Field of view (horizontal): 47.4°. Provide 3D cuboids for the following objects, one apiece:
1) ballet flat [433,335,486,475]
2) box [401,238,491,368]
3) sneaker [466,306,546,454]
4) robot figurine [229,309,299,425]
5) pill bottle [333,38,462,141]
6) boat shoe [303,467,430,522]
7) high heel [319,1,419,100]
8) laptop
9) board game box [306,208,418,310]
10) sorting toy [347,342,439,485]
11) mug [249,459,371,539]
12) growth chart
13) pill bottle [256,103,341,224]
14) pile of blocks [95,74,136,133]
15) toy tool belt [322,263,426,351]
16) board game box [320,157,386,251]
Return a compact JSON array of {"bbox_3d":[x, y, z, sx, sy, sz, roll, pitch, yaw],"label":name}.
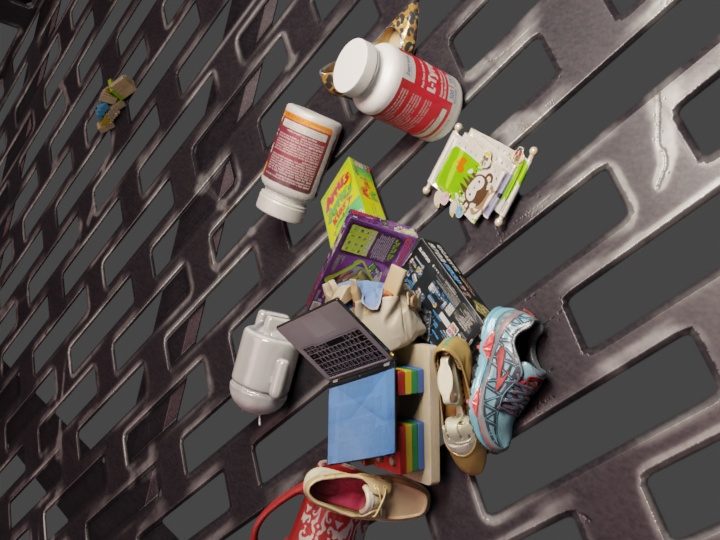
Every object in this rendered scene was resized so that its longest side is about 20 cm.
[{"bbox_3d":[0.134,0.197,1.166,0.068,0.063,0.205,-10,90,32],"label":"ballet flat"},{"bbox_3d":[0.111,0.075,1.270,0.160,0.045,0.201,-56,46,25],"label":"box"},{"bbox_3d":[0.205,0.151,1.123,0.094,0.078,0.205,0,82,46],"label":"sneaker"},{"bbox_3d":[-0.177,0.179,1.523,0.169,0.111,0.204,27,102,63],"label":"robot figurine"},{"bbox_3d":[0.058,-0.286,1.291,0.111,0.197,0.115,-22,61,46],"label":"pill bottle"},{"bbox_3d":[0.009,0.341,1.225,0.069,0.195,0.075,88,-172,-87],"label":"boat shoe"},{"bbox_3d":[0.018,-0.384,1.408,0.071,0.141,0.202,46,115,43],"label":"high heel"},{"bbox_3d":[-0.041,0.169,1.207,0.186,0.200,0.117,-26,23,52],"label":"laptop"},{"bbox_3d":[0.000,0.000,1.330,0.033,0.118,0.202,-91,23,-52],"label":"board game box"},{"bbox_3d":[0.034,0.212,1.263,0.197,0.068,0.205,1,93,57],"label":"sorting toy"},{"bbox_3d":[-0.068,0.416,1.308,0.133,0.175,0.204,26,96,60],"label":"mug"},{"bbox_3d":[0.179,-0.145,1.267,0.199,0.018,0.147,34,106,49],"label":"growth chart"},{"bbox_3d":[-0.120,-0.200,1.545,0.114,0.113,0.203,34,106,46],"label":"pill bottle"},{"bbox_3d":[-0.700,-0.479,2.291,0.200,0.081,0.063,-48,50,31],"label":"pile of blocks"},{"bbox_3d":[0.002,0.050,1.261,0.197,0.124,0.126,0,107,41],"label":"toy tool belt"},{"bbox_3d":[-0.014,-0.098,1.404,0.102,0.047,0.201,-55,27,25],"label":"board game box"}]
